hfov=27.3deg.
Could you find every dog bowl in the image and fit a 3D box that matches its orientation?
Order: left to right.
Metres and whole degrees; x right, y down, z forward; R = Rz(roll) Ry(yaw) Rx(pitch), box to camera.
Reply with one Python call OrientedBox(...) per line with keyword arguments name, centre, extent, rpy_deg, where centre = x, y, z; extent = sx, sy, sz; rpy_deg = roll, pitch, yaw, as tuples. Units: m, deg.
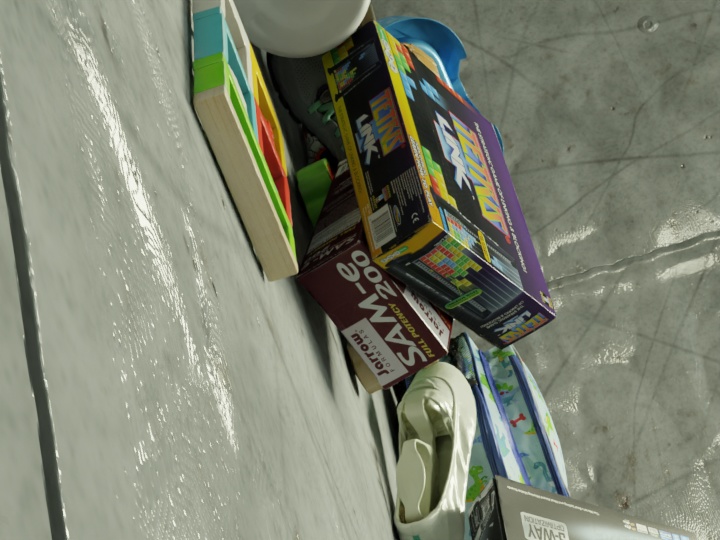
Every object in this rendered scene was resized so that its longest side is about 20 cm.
OrientedBox(name="dog bowl", centre=(0.053, -0.141, 1.333), extent=(0.201, 0.111, 0.050), rpy_deg=(63, -6, -32))

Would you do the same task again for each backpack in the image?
OrientedBox(name="backpack", centre=(0.116, 0.174, 1.414), extent=(0.201, 0.146, 0.184), rpy_deg=(-94, 164, -58))

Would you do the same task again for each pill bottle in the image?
OrientedBox(name="pill bottle", centre=(-0.047, -0.237, 1.148), extent=(0.200, 0.113, 0.115), rpy_deg=(-93, 165, -72))

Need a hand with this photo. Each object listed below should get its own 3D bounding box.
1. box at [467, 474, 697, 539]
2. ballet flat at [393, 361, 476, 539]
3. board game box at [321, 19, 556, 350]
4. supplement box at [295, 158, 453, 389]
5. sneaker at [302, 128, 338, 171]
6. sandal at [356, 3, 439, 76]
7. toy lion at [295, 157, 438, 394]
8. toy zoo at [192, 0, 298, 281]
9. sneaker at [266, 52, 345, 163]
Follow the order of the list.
OrientedBox(name="box", centre=(0.186, 0.256, 1.148), extent=(0.050, 0.199, 0.158), rpy_deg=(-57, -156, 34))
OrientedBox(name="ballet flat", centre=(0.056, 0.143, 1.212), extent=(0.070, 0.069, 0.201), rpy_deg=(68, 20, -46))
OrientedBox(name="board game box", centre=(0.057, -0.062, 1.085), extent=(0.165, 0.057, 0.201), rpy_deg=(32, 34, -44))
OrientedBox(name="supplement box", centre=(0.021, -0.014, 1.104), extent=(0.109, 0.061, 0.200), rpy_deg=(51, 24, -18))
OrientedBox(name="sneaker", centre=(-0.002, -0.067, 1.375), extent=(0.108, 0.067, 0.202), rpy_deg=(-99, 167, -53))
OrientedBox(name="sandal", centre=(0.047, -0.148, 1.248), extent=(0.201, 0.054, 0.082), rpy_deg=(59, 8, -34))
OrientedBox(name="toy lion", centre=(0.000, 0.000, 1.245), extent=(0.200, 0.068, 0.193), rpy_deg=(14, 52, -85))
OrientedBox(name="toy zoo", centre=(-0.074, -0.103, 0.924), extent=(0.201, 0.020, 0.132), rpy_deg=(-99, 171, -54))
OrientedBox(name="sneaker", centre=(0.000, -0.119, 1.232), extent=(0.200, 0.074, 0.087), rpy_deg=(52, -6, -23))
